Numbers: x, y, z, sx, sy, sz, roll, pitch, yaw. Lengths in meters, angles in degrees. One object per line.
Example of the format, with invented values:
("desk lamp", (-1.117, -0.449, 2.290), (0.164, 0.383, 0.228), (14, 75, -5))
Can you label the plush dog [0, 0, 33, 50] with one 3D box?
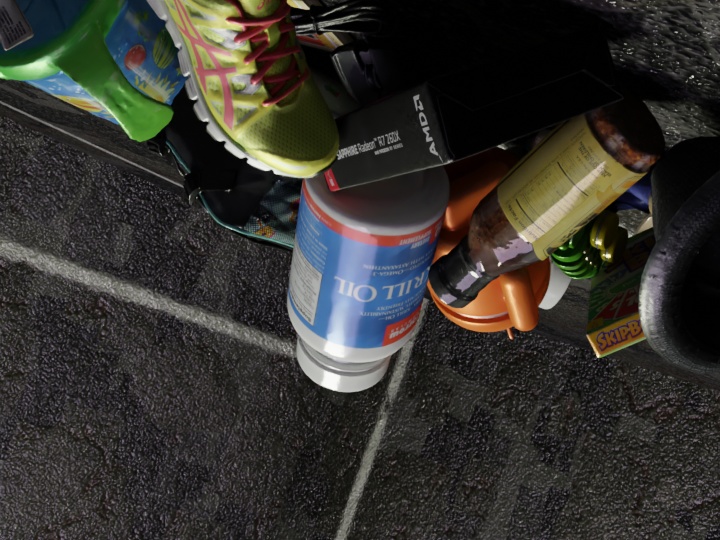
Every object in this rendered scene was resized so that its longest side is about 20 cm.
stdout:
("plush dog", (-0.240, -0.221, 0.617), (0.198, 0.162, 0.172), (22, -161, -26))

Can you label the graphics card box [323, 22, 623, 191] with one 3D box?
("graphics card box", (0.058, -0.098, 0.687), (0.124, 0.052, 0.200), (-21, -172, -19))

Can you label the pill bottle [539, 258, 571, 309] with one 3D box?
("pill bottle", (0.139, -0.036, 1.224), (0.197, 0.116, 0.114), (21, 176, -9))

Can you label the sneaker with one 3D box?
("sneaker", (-0.071, -0.145, 0.660), (0.201, 0.078, 0.090), (55, 150, -14))

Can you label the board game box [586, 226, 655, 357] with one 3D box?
("board game box", (0.233, 0.004, 0.876), (0.030, 0.095, 0.200), (60, -159, -9))

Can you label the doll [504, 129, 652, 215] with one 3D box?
("doll", (0.187, -0.076, 0.900), (0.136, 0.049, 0.199), (30, 175, -39))

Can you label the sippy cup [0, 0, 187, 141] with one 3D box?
("sippy cup", (-0.185, -0.171, 0.751), (0.137, 0.181, 0.130), (-4, 160, 24))

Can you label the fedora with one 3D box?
("fedora", (0.247, -0.027, 0.710), (0.199, 0.201, 0.092), (23, -155, -38))

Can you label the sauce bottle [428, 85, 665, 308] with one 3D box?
("sauce bottle", (0.122, -0.044, 0.754), (0.065, 0.067, 0.200), (22, 136, -26))

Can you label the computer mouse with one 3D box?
("computer mouse", (-0.007, -0.143, 0.810), (0.138, 0.047, 0.200), (3, 169, 22))

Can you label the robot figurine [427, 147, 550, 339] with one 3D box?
("robot figurine", (0.103, -0.027, 0.930), (0.142, 0.117, 0.201), (17, 150, 28))

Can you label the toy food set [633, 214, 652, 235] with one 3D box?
("toy food set", (0.352, 0.000, 0.976), (0.142, 0.061, 0.200), (22, 176, -18))

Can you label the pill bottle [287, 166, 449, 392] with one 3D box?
("pill bottle", (0.000, 0.000, 0.854), (0.111, 0.113, 0.202), (20, 135, 9))

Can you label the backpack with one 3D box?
("backpack", (-0.062, -0.100, 0.943), (0.176, 0.154, 0.199), (45, -174, 37))

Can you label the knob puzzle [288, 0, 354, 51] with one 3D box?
("knob puzzle", (-0.121, -0.211, 0.810), (0.216, 0.031, 0.220), (21, 177, 1))

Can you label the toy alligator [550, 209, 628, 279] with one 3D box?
("toy alligator", (0.165, -0.031, 0.853), (0.059, 0.055, 0.200), (23, 175, 29))
